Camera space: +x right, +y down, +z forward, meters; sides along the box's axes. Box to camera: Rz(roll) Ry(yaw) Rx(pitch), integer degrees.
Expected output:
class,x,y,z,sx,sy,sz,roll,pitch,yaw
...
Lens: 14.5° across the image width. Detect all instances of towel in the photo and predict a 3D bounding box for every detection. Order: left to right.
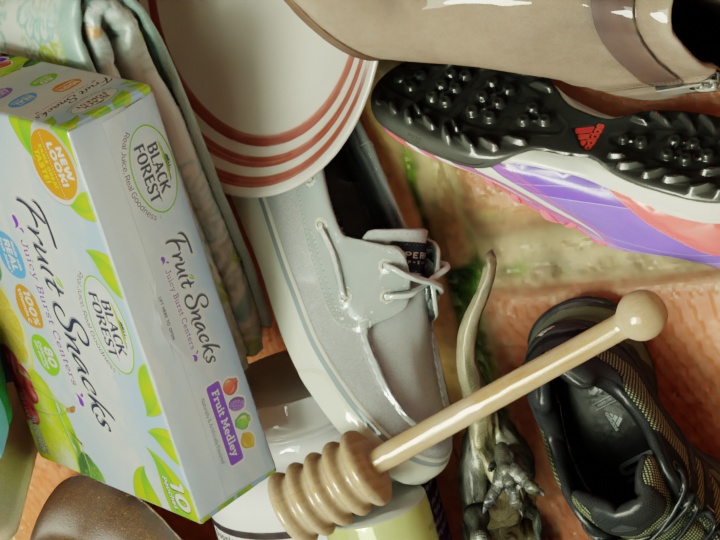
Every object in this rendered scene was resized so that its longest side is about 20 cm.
class,x,y,z,sx,sy,sz,roll,pitch,yaw
towel,-0.131,-0.044,1.365,0.171,0.048,0.201,1,117,56

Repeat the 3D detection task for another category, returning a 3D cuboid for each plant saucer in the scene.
class,x,y,z,sx,sy,sz,roll,pitch,yaw
plant saucer,-0.120,0.204,1.482,0.200,0.032,0.201,35,138,39

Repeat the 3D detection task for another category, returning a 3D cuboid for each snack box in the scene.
class,x,y,z,sx,sy,sz,roll,pitch,yaw
snack box,-0.123,0.006,1.298,0.142,0.053,0.201,14,128,50

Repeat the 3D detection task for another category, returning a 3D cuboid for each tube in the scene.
class,x,y,z,sx,sy,sz,roll,pitch,yaw
tube,0.033,0.198,1.327,0.052,0.058,0.201,1,112,47

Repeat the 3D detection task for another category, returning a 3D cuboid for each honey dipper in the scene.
class,x,y,z,sx,sy,sz,roll,pitch,yaw
honey dipper,0.050,0.063,1.251,0.200,0.038,0.038,-29,98,17

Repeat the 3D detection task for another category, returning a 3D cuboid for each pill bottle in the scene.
class,x,y,z,sx,sy,sz,roll,pitch,yaw
pill bottle,-0.009,0.142,1.392,0.112,0.112,0.201,-5,110,29

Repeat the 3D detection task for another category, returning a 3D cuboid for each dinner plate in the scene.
class,x,y,z,sx,sy,sz,roll,pitch,yaw
dinner plate,-0.052,-0.134,1.303,0.200,0.024,0.201,12,107,45

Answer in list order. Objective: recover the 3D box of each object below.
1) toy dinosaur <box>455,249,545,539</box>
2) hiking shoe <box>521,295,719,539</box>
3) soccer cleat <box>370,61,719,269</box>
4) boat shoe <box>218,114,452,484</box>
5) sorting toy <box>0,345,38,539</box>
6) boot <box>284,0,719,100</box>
class,x,y,z,sx,sy,sz,roll,pitch,yaw
toy dinosaur,0.064,0.095,1.320,0.047,0.088,0.200,-5,131,6
hiking shoe,0.133,0.113,1.304,0.076,0.101,0.200,-35,95,25
soccer cleat,0.095,-0.045,1.279,0.199,0.068,0.073,16,141,25
boat shoe,0.000,0.000,1.315,0.071,0.070,0.201,-36,71,34
sorting toy,-0.195,0.006,1.356,0.036,0.185,0.200,-17,114,10
boot,0.076,-0.114,1.188,0.146,0.200,0.071,9,91,43
